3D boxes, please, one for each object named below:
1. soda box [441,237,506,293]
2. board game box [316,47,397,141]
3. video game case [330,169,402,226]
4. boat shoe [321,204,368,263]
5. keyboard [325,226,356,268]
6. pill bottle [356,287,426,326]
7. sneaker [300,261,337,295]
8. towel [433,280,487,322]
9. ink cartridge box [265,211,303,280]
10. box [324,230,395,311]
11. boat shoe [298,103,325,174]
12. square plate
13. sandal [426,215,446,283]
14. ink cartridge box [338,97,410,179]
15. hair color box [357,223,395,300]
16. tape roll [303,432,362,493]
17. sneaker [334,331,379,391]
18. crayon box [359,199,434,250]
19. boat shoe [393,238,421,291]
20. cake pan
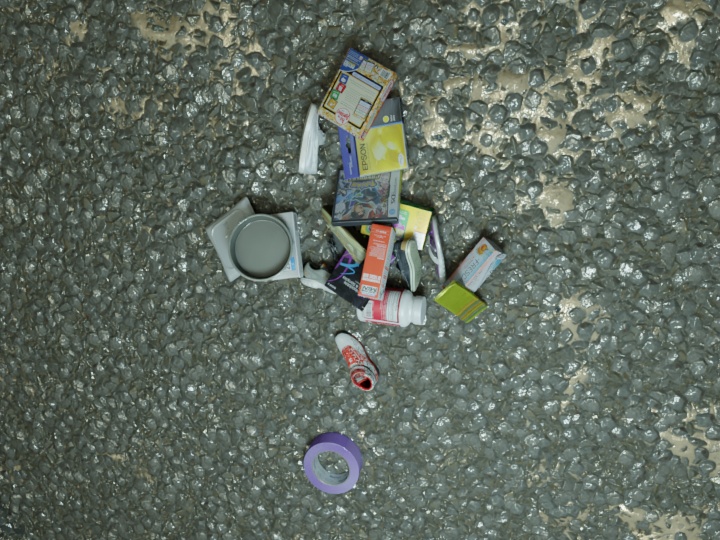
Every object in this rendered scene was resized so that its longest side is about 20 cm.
[{"bbox_3d":[0.330,0.003,1.699,0.201,0.068,0.064,-52,50,22],"label":"soda box"},{"bbox_3d":[-0.011,-0.489,1.616,0.150,0.046,0.202,33,100,12],"label":"board game box"},{"bbox_3d":[0.020,-0.216,1.671,0.196,0.026,0.184,-1,66,16],"label":"video game case"},{"bbox_3d":[-0.053,-0.110,1.721,0.201,0.073,0.063,45,120,9],"label":"boat shoe"},{"bbox_3d":[-0.055,-0.088,1.796,0.103,0.040,0.203,-20,101,-6],"label":"keyboard"},{"bbox_3d":[0.095,0.110,1.763,0.196,0.112,0.114,7,108,17],"label":"pill bottle"},{"bbox_3d":[-0.091,0.026,1.812,0.197,0.074,0.081,15,105,8],"label":"sneaker"},{"bbox_3d":[0.296,0.095,1.701,0.086,0.018,0.199,-44,137,14],"label":"towel"},{"bbox_3d":[-0.274,-0.071,1.812,0.173,0.045,0.204,-7,91,14],"label":"ink cartridge box"},{"bbox_3d":[0.000,0.000,1.739,0.142,0.036,0.202,31,89,22],"label":"box"},{"bbox_3d":[-0.137,-0.381,1.702,0.067,0.072,0.204,8,103,-12],"label":"boat shoe"},{"bbox_3d":[-0.391,-0.096,1.829,0.198,0.028,0.200,-31,82,25],"label":"square plate"},{"bbox_3d":[0.218,-0.057,1.708,0.049,0.083,0.206,-8,106,11],"label":"sandal"},{"bbox_3d":[0.031,-0.374,1.654,0.196,0.047,0.202,-8,92,13],"label":"ink cartridge box"},{"bbox_3d":[0.048,-0.021,1.647,0.063,0.111,0.204,10,86,10],"label":"hair color box"},{"bbox_3d":[-0.095,0.667,2.012,0.196,0.066,0.204,3,107,12],"label":"tape roll"},{"bbox_3d":[-0.017,0.291,1.855,0.067,0.108,0.202,-37,96,20],"label":"sneaker"},{"bbox_3d":[0.107,-0.148,1.719,0.197,0.058,0.121,16,109,8],"label":"crayon box"},{"bbox_3d":[0.140,-0.016,1.721,0.061,0.075,0.202,9,141,24],"label":"boat shoe"},{"bbox_3d":[-0.300,-0.068,1.757,0.196,0.037,0.204,0,86,1],"label":"cake pan"}]
